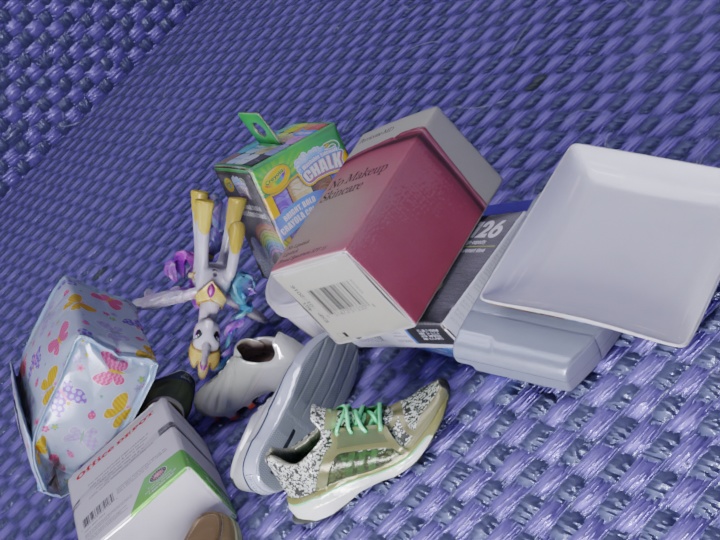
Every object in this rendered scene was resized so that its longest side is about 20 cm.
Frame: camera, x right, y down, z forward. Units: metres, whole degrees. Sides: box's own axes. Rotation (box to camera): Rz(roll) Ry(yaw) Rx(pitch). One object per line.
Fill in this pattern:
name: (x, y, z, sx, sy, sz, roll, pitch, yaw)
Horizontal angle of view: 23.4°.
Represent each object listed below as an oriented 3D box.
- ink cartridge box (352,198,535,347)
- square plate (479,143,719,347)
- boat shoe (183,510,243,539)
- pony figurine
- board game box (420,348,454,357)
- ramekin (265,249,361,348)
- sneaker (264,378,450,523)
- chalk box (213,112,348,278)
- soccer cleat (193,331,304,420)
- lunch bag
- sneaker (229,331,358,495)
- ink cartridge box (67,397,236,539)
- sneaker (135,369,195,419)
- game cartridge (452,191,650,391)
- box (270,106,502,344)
ink cartridge box: (0.092, -0.009, 1.712, 0.200, 0.047, 0.197, -54, 22, -21)
square plate: (0.233, -0.021, 1.515, 0.199, 0.029, 0.199, 13, 55, 32)
boat shoe: (-0.164, 0.291, 1.644, 0.074, 0.066, 0.200, -31, 23, 25)
pony figurine: (-0.177, 0.012, 2.007, 0.193, 0.166, 0.201, -135, 51, -78)
board game box: (0.139, 0.023, 1.678, 0.151, 0.037, 0.200, -48, 21, -14)
ramekin: (0.000, 0.000, 1.885, 0.202, 0.094, 0.203, -35, 21, 16)
sneaker: (-0.006, 0.153, 1.606, 0.200, 0.089, 0.077, -36, 21, 13)
chalk box: (-0.081, -0.100, 2.040, 0.123, 0.201, 0.124, -29, 17, -20)
soccer cleat: (-0.124, 0.111, 1.909, 0.199, 0.078, 0.069, -20, 30, 45)
lunch bag: (-0.327, 0.135, 1.953, 0.201, 0.127, 0.170, -62, 25, 16)
sneaker: (-0.074, 0.140, 1.771, 0.071, 0.073, 0.200, -9, 38, 49)
ink cartridge box: (-0.223, 0.239, 1.823, 0.145, 0.084, 0.200, -41, 21, 1)
sneaker: (-0.258, 0.184, 2.011, 0.200, 0.067, 0.090, -38, 16, 32)
game cartridge: (0.182, 0.014, 1.548, 0.133, 0.042, 0.200, 8, 52, 34)
box: (0.026, -0.043, 1.686, 0.128, 0.109, 0.200, -16, 34, 50)
